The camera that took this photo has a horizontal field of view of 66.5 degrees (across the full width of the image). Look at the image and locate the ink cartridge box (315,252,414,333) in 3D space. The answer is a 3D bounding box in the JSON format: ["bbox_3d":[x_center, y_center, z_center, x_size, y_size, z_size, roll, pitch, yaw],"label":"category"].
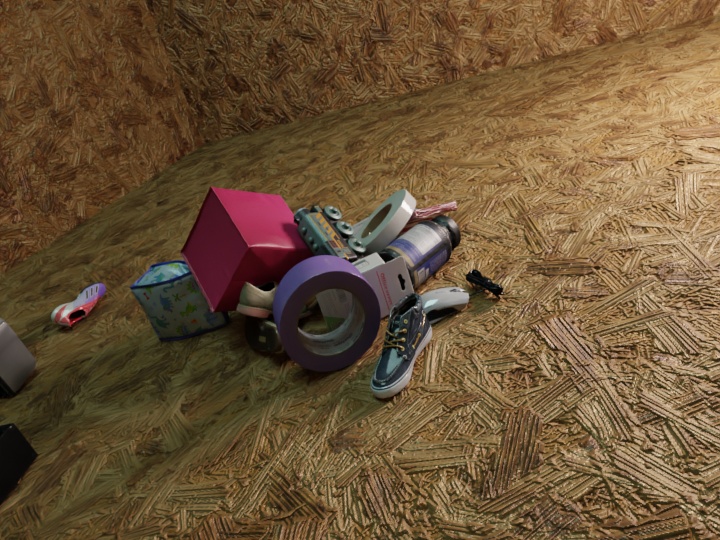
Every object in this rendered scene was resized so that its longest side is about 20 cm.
[{"bbox_3d":[0.007,0.045,1.154,0.196,0.119,0.067,-23,24,-6],"label":"ink cartridge box"}]

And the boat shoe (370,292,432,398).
[{"bbox_3d":[0.065,0.129,0.986,0.069,0.093,0.201,-1,32,33],"label":"boat shoe"}]

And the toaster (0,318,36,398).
[{"bbox_3d":[-0.972,0.224,1.411,0.176,0.203,0.120,-8,32,22],"label":"toaster"}]

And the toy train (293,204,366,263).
[{"bbox_3d":[-0.070,-0.068,1.219,0.112,0.086,0.201,-7,52,-45],"label":"toy train"}]

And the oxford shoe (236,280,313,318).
[{"bbox_3d":[-0.177,0.064,1.210,0.070,0.076,0.197,13,4,42],"label":"oxford shoe"}]

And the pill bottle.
[{"bbox_3d":[0.135,-0.041,1.232,0.199,0.114,0.110,-36,30,-31],"label":"pill bottle"}]

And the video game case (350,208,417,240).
[{"bbox_3d":[0.072,-0.126,1.540,0.197,0.022,0.181,-29,28,-19],"label":"video game case"}]

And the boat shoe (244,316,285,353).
[{"bbox_3d":[-0.188,0.141,1.187,0.073,0.077,0.201,4,6,-32],"label":"boat shoe"}]

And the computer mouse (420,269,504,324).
[{"bbox_3d":[0.179,0.054,1.101,0.196,0.045,0.110,-23,28,-7],"label":"computer mouse"}]

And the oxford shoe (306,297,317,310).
[{"bbox_3d":[-0.093,0.003,1.272,0.071,0.071,0.203,-36,25,48],"label":"oxford shoe"}]

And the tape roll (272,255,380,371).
[{"bbox_3d":[-0.065,0.081,1.042,0.196,0.204,0.085,-24,25,-9],"label":"tape roll"}]

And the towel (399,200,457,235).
[{"bbox_3d":[0.129,-0.115,1.350,0.141,0.023,0.199,-16,-7,-33],"label":"towel"}]

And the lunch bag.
[{"bbox_3d":[-0.434,0.069,1.358,0.195,0.173,0.128,-7,32,25],"label":"lunch bag"}]

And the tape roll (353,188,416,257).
[{"bbox_3d":[0.050,-0.105,1.297,0.203,0.037,0.204,-45,16,16],"label":"tape roll"}]

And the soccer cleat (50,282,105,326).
[{"bbox_3d":[-0.863,0.109,1.718,0.072,0.070,0.200,18,35,16],"label":"soccer cleat"}]

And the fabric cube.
[{"bbox_3d":[-0.257,-0.044,1.253,0.197,0.201,0.197,-2,46,-49],"label":"fabric cube"}]

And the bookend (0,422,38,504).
[{"bbox_3d":[-0.767,0.409,1.038,0.195,0.094,0.200,-14,27,14],"label":"bookend"}]
